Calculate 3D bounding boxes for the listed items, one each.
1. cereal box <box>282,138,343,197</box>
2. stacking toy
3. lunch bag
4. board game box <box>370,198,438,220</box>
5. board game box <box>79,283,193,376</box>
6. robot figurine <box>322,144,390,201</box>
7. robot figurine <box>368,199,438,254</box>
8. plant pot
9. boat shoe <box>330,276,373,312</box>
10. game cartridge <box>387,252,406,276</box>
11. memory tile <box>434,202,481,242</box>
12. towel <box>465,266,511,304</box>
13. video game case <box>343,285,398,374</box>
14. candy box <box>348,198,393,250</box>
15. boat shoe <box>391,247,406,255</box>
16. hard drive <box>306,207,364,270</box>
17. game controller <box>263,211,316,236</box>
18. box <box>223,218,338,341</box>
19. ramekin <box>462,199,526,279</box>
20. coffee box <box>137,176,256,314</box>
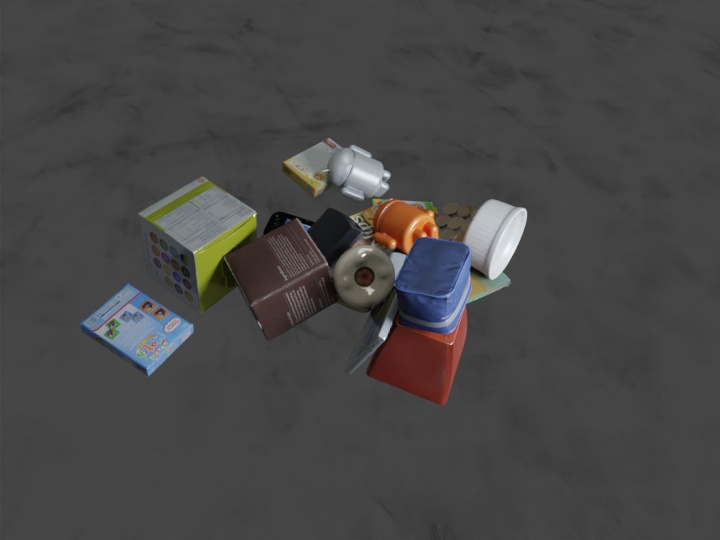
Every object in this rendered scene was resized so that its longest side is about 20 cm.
[{"bbox_3d":[-0.115,-0.311,1.969,0.144,0.040,0.199,40,52,22],"label":"cereal box"},{"bbox_3d":[0.000,0.000,1.601,0.144,0.148,0.200,4,10,-7],"label":"stacking toy"},{"bbox_3d":[0.161,0.032,1.416,0.134,0.133,0.201,12,46,23],"label":"lunch bag"},{"bbox_3d":[0.132,-0.160,1.893,0.197,0.030,0.096,4,48,-11],"label":"board game box"},{"bbox_3d":[-0.506,0.131,1.499,0.198,0.037,0.151,29,50,16],"label":"board game box"},{"bbox_3d":[-0.013,-0.280,1.890,0.198,0.113,0.172,19,59,-21],"label":"robot figurine"},{"bbox_3d":[0.113,-0.112,1.689,0.199,0.116,0.145,32,91,40],"label":"robot figurine"},{"bbox_3d":[0.146,0.151,1.513,0.198,0.177,0.201,20,48,7],"label":"plant pot"},{"bbox_3d":[-0.059,0.047,1.642,0.198,0.064,0.074,18,47,5],"label":"boat shoe"},{"bbox_3d":[0.140,0.041,1.652,0.198,0.042,0.134,28,64,-11],"label":"game cartridge"},{"bbox_3d":[0.249,-0.108,1.803,0.152,0.017,0.200,14,56,46],"label":"memory tile"},{"bbox_3d":[0.285,0.018,1.765,0.198,0.022,0.147,-21,55,-25],"label":"towel"},{"bbox_3d":[0.040,0.123,1.516,0.022,0.182,0.201,33,48,-6],"label":"video game case"},{"bbox_3d":[0.028,-0.103,1.773,0.199,0.055,0.116,-26,83,-30],"label":"candy box"},{"bbox_3d":[0.133,-0.049,1.759,0.071,0.077,0.200,24,57,33],"label":"boat shoe"},{"bbox_3d":[-0.075,-0.087,1.631,0.135,0.042,0.200,-46,28,0],"label":"hard drive"},{"bbox_3d":[-0.158,-0.093,1.764,0.198,0.042,0.105,18,48,6],"label":"game controller"},{"bbox_3d":[-0.182,0.021,1.542,0.198,0.167,0.165,-28,57,-11],"label":"box"},{"bbox_3d":[0.347,-0.088,1.727,0.097,0.202,0.200,28,49,24],"label":"ramekin"},{"bbox_3d":[-0.382,-0.062,1.578,0.197,0.201,0.200,31,49,23],"label":"coffee box"}]
